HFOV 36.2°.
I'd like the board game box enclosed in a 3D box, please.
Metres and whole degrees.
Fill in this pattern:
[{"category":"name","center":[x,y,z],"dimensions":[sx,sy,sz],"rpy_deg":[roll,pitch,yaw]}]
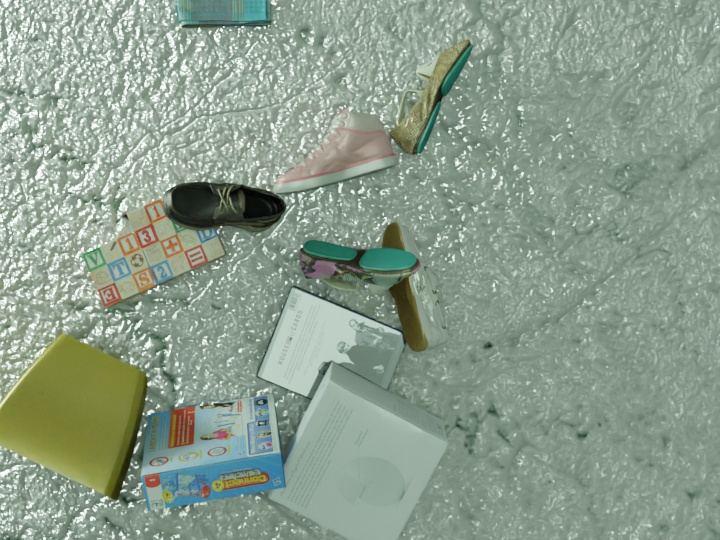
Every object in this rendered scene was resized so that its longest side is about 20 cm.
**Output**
[{"category":"board game box","center":[-0.212,0.258,1.592],"dimensions":[0.193,0.200,0.057],"rpy_deg":[-9,109,-4]}]

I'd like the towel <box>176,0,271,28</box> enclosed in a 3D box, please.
[{"category":"towel","center":[-0.214,-0.477,1.704],"dimensions":[0.144,0.022,0.203],"rpy_deg":[-3,88,-5]}]

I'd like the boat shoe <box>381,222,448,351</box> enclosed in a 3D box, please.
[{"category":"boat shoe","center":[0.087,0.023,1.696],"dimensions":[0.069,0.071,0.203],"rpy_deg":[-9,81,-31]}]

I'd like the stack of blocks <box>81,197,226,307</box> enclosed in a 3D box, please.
[{"category":"stack of blocks","center":[-0.315,-0.037,1.663],"dimensions":[0.198,0.059,0.116],"rpy_deg":[-24,90,-5]}]

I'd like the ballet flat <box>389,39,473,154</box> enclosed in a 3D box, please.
[{"category":"ballet flat","center":[0.105,-0.278,1.704],"dimensions":[0.065,0.071,0.202],"rpy_deg":[26,83,11]}]

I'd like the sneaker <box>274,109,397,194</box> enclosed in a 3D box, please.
[{"category":"sneaker","center":[-0.048,-0.183,1.681],"dimensions":[0.198,0.075,0.106],"rpy_deg":[-17,94,-13]}]

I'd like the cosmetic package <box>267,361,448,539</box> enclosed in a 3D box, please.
[{"category":"cosmetic package","center":[-0.004,0.278,1.634],"dimensions":[0.198,0.123,0.201],"rpy_deg":[28,97,-5]}]

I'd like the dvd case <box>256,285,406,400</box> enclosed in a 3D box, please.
[{"category":"dvd case","center":[-0.042,0.131,1.698],"dimensions":[0.198,0.025,0.152],"rpy_deg":[23,87,-3]}]

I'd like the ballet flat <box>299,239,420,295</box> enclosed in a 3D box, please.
[{"category":"ballet flat","center":[0.000,0.000,1.667],"dimensions":[0.197,0.069,0.072],"rpy_deg":[7,123,21]}]

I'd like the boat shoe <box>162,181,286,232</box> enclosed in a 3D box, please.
[{"category":"boat shoe","center":[-0.196,-0.102,1.624],"dimensions":[0.198,0.073,0.076],"rpy_deg":[-1,75,-40]}]

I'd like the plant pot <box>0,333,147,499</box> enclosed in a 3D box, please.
[{"category":"plant pot","center":[-0.405,0.207,1.591],"dimensions":[0.198,0.200,0.178],"rpy_deg":[26,75,-3]}]
